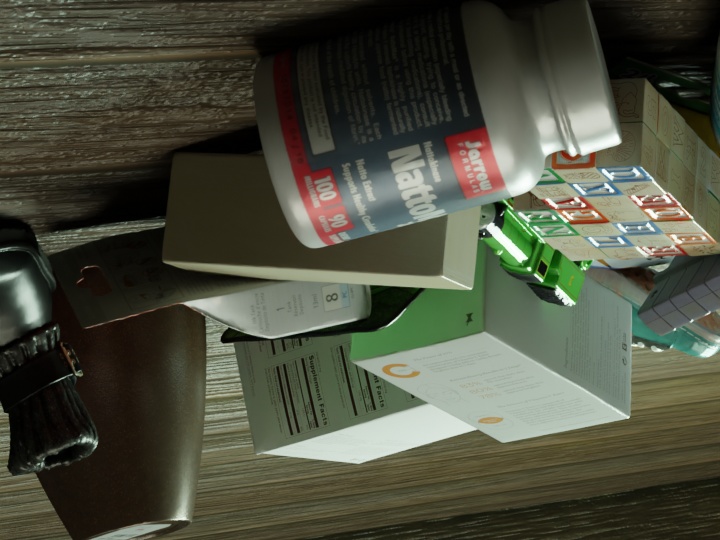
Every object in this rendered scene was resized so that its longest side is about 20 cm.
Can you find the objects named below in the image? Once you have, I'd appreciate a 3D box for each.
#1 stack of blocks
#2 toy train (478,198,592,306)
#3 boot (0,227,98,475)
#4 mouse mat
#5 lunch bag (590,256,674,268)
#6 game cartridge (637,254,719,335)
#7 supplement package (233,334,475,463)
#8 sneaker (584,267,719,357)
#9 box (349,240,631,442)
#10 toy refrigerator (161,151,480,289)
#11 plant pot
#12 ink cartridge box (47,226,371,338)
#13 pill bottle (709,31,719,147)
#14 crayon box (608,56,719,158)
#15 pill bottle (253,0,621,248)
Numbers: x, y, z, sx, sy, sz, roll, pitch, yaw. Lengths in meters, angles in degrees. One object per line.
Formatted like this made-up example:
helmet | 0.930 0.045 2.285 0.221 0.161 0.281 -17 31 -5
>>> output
stack of blocks | 0.158 -0.062 1.496 0.115 0.059 0.200 -2 164 24
toy train | 0.116 -0.024 1.623 0.042 0.057 0.200 15 169 28
boot | -0.248 0.060 1.658 0.079 0.159 0.211 -14 167 8
mouse mat | 0.000 0.000 1.691 0.200 0.008 0.161 -5 -147 50
lunch bag | 0.256 -0.058 1.816 0.160 0.076 0.200 4 160 -44
game cartridge | 0.280 -0.049 1.631 0.200 0.038 0.130 -54 -173 -31
supplement package | 0.027 0.067 1.966 0.199 0.148 0.191 -18 166 24
sneaker | 0.207 0.034 1.912 0.199 0.080 0.071 28 -159 25
box | 0.102 0.047 1.762 0.124 0.098 0.200 -14 151 36
toy refrigerator | -0.024 -0.032 1.527 0.199 0.076 0.070 2 172 23
plant pot | -0.197 0.111 1.833 0.186 0.201 0.187 -11 168 -3
ink cartridge box | -0.109 0.010 1.636 0.199 0.047 0.160 -13 -158 -12
pill bottle | 0.278 -0.126 1.459 0.110 0.111 0.200 -13 166 3
crayon box | 0.189 -0.075 1.638 0.125 0.052 0.200 17 157 -19
pill bottle | 0.047 -0.093 1.369 0.199 0.120 0.120 -15 167 10
